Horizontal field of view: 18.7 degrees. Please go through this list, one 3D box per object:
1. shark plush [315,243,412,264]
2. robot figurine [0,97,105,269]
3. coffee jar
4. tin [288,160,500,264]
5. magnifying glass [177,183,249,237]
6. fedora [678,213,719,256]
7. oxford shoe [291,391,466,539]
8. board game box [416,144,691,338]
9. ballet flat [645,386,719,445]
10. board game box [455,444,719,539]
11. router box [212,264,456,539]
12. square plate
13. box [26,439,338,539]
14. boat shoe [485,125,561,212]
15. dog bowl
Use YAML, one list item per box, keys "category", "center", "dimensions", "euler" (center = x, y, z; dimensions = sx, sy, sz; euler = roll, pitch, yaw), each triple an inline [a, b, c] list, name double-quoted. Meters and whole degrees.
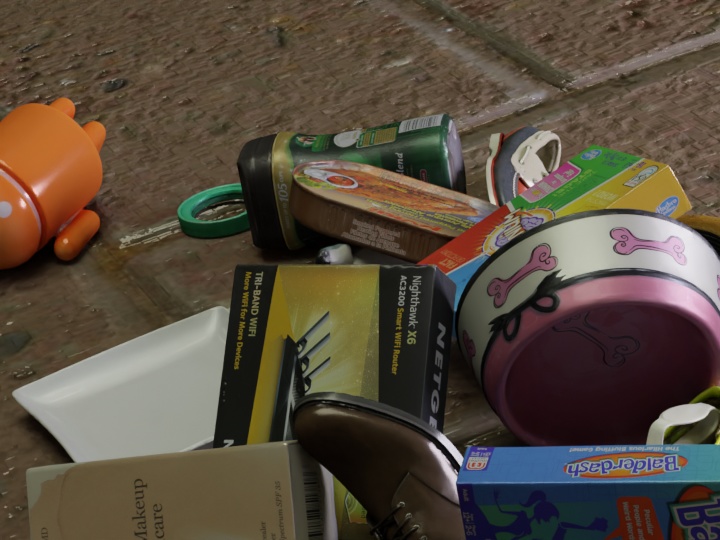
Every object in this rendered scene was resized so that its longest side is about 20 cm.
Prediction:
- category: "shark plush"
  center: [0.000, 0.000, 1.853]
  dimensions: [0.083, 0.091, 0.200]
  euler: [-28, 15, 45]
- category: "robot figurine"
  center: [-0.320, -0.078, 2.059]
  dimensions: [0.116, 0.144, 0.200]
  euler: [-3, 33, 40]
- category: "coffee jar"
  center: [-0.008, -0.077, 1.958]
  dimensions: [0.199, 0.105, 0.085]
  euler: [-6, 24, 12]
- category: "tin"
  center: [0.034, -0.045, 1.827]
  dimensions: [0.199, 0.042, 0.112]
  euler: [18, 18, 19]
- category: "magnifying glass"
  center: [-0.074, -0.069, 2.058]
  dimensions: [0.199, 0.023, 0.080]
  euler: [-10, 27, 1]
- category: "fedora"
  center: [0.228, 0.023, 1.697]
  dimensions: [0.199, 0.082, 0.201]
  euler: [-14, 19, 5]
- category: "oxford shoe"
  center: [0.033, 0.154, 1.430]
  dimensions: [0.200, 0.073, 0.085]
  euler: [36, 44, -3]
- category: "board game box"
  center: [0.139, -0.020, 1.694]
  dimensions: [0.200, 0.040, 0.153]
  euler: [-34, 17, -9]
- category: "ballet flat"
  center: [0.198, 0.142, 1.494]
  dimensions: [0.067, 0.067, 0.200]
  euler: [16, 38, 40]
- category: "board game box"
  center: [0.168, 0.180, 1.339]
  dimensions: [0.199, 0.153, 0.045]
  euler: [-3, 28, 17]
- category: "router box"
  center: [-0.021, 0.097, 1.550]
  dimensions: [0.156, 0.052, 0.201]
  euler: [-1, 73, 21]
- category: "square plate"
  center: [-0.154, 0.105, 1.744]
  dimensions: [0.197, 0.029, 0.200]
  euler: [-23, 29, -21]
- category: "box"
  center: [-0.122, 0.169, 1.491]
  dimensions: [0.199, 0.096, 0.078]
  euler: [-9, -6, 20]
- category: "boat shoe"
  center: [0.145, -0.075, 1.939]
  dimensions: [0.062, 0.072, 0.200]
  euler: [-4, 23, 8]
- category: "dog bowl"
  center: [0.170, 0.053, 1.553]
  dimensions: [0.199, 0.201, 0.074]
  euler: [-10, 46, 2]
